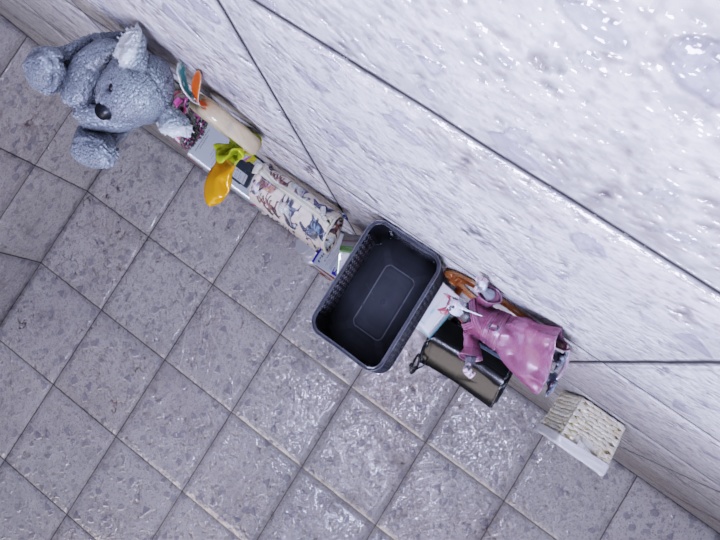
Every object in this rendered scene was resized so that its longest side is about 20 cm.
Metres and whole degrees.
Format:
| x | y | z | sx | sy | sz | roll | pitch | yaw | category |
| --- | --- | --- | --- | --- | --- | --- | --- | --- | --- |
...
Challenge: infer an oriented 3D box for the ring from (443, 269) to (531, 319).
| x | y | z | sx | sy | sz | roll | pitch | yaw | category |
| --- | --- | --- | --- | --- | --- | --- | --- | --- | --- |
| 0.213 | 0.062 | 0.990 | 0.198 | 0.019 | 0.200 | 36 | 178 | 2 | ring |

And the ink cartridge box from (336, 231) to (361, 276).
| x | y | z | sx | sy | sz | roll | pitch | yaw | category |
| --- | --- | --- | --- | --- | --- | --- | --- | --- | --- |
| -0.010 | -0.001 | 1.199 | 0.065 | 0.121 | 0.200 | 6 | -165 | 0 | ink cartridge box |

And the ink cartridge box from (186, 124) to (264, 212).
| x | y | z | sx | sy | sz | roll | pitch | yaw | category |
| --- | --- | --- | --- | --- | --- | --- | --- | --- | --- |
| -0.271 | -0.221 | 1.337 | 0.198 | 0.084 | 0.145 | 36 | 176 | -17 | ink cartridge box |

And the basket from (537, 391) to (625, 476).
| x | y | z | sx | sy | sz | roll | pitch | yaw | category |
| --- | --- | --- | --- | --- | --- | --- | --- | --- | --- |
| 0.521 | 0.378 | 1.463 | 0.134 | 0.125 | 0.200 | 33 | 178 | 6 | basket |

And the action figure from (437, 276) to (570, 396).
| x | y | z | sx | sy | sz | roll | pitch | yaw | category |
| --- | --- | --- | --- | --- | --- | --- | --- | --- | --- |
| 0.202 | 0.079 | 0.876 | 0.198 | 0.137 | 0.147 | 32 | -157 | 26 | action figure |

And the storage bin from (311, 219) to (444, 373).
| x | y | z | sx | sy | sz | roll | pitch | yaw | category |
| --- | --- | --- | --- | --- | --- | --- | --- | --- | --- |
| 0.030 | 0.044 | 0.965 | 0.133 | 0.203 | 0.094 | 32 | 177 | 15 | storage bin |

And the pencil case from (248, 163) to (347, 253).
| x | y | z | sx | sy | sz | roll | pitch | yaw | category |
| --- | --- | --- | --- | --- | --- | --- | --- | --- | --- |
| -0.121 | -0.121 | 1.156 | 0.198 | 0.078 | 0.090 | 35 | 148 | 12 | pencil case |

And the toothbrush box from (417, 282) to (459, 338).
| x | y | z | sx | sy | sz | roll | pitch | yaw | category |
| --- | --- | --- | --- | --- | --- | --- | --- | --- | --- |
| 0.100 | 0.041 | 1.131 | 0.146 | 0.086 | 0.200 | 43 | 178 | 10 | toothbrush box |

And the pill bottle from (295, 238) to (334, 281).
| x | y | z | sx | sy | sz | roll | pitch | yaw | category |
| --- | --- | --- | --- | --- | --- | --- | --- | --- | --- |
| -0.136 | -0.054 | 2.160 | 0.111 | 0.114 | 0.199 | 31 | 175 | 43 | pill bottle |

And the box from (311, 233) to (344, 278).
| x | y | z | sx | sy | sz | roll | pitch | yaw | category |
| --- | --- | --- | --- | --- | --- | --- | --- | --- | --- |
| 0.000 | 0.000 | 1.553 | 0.182 | 0.106 | 0.199 | 36 | 176 | -26 | box |

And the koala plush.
| x | y | z | sx | sy | sz | roll | pitch | yaw | category |
| --- | --- | --- | --- | --- | --- | --- | --- | --- | --- |
| -0.325 | -0.257 | 0.863 | 0.197 | 0.184 | 0.181 | 11 | 136 | 43 | koala plush |

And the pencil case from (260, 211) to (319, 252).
| x | y | z | sx | sy | sz | roll | pitch | yaw | category |
| --- | --- | --- | --- | --- | --- | --- | --- | --- | --- |
| -0.171 | -0.133 | 1.651 | 0.198 | 0.079 | 0.089 | 35 | 162 | -3 | pencil case |

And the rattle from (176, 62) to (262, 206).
| x | y | z | sx | sy | sz | roll | pitch | yaw | category |
| --- | --- | --- | --- | --- | --- | --- | --- | --- | --- |
| -0.238 | -0.196 | 0.916 | 0.131 | 0.142 | 0.200 | 52 | -175 | 7 | rattle |

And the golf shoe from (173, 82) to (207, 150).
| x | y | z | sx | sy | sz | roll | pitch | yaw | category |
| --- | --- | --- | --- | --- | --- | --- | --- | --- | --- |
| -0.334 | -0.292 | 1.125 | 0.092 | 0.073 | 0.200 | 40 | 167 | 5 | golf shoe |

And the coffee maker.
| x | y | z | sx | sy | sz | roll | pitch | yaw | category |
| --- | --- | --- | --- | --- | --- | --- | --- | --- | --- |
| 0.238 | 0.211 | 1.388 | 0.197 | 0.194 | 0.136 | 31 | 160 | 20 | coffee maker |
